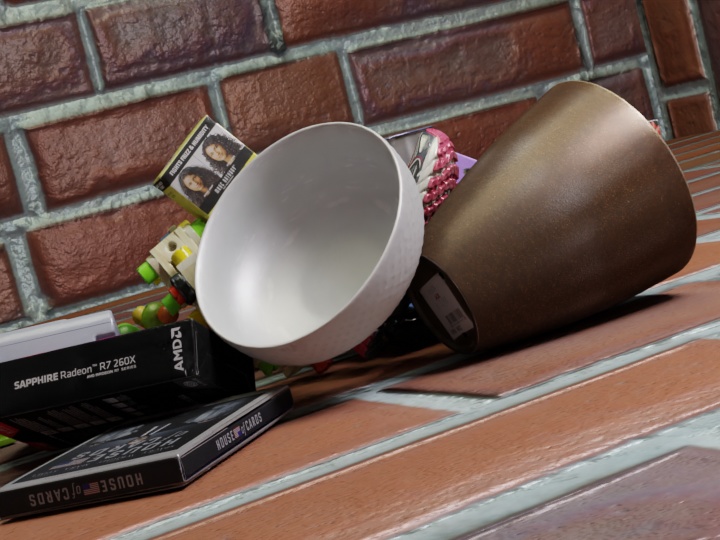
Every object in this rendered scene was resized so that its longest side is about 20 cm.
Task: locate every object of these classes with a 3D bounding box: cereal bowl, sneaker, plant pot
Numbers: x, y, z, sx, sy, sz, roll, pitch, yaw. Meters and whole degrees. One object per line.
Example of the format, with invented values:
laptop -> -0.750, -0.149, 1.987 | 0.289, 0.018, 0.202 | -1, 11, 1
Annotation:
cereal bowl -> -0.031, -0.011, 1.193 | 0.198, 0.202, 0.083 | -12, -35, 29
sneaker -> 0.020, -0.027, 1.269 | 0.074, 0.202, 0.080 | 29, 12, 18
plant pot -> 0.138, -0.024, 1.228 | 0.199, 0.188, 0.186 | -34, 12, -23

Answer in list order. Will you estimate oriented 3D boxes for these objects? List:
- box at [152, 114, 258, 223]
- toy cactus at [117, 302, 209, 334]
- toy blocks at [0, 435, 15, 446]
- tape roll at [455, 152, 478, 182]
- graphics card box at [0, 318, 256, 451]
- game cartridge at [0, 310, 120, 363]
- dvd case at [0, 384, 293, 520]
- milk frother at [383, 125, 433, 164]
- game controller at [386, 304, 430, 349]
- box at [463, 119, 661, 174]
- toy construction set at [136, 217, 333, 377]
box -> -0.083, -0.045, 1.338 | 0.076, 0.200, 0.050 | -52, 11, -11
toy cactus -> -0.161, 0.081, 1.457 | 0.164, 0.104, 0.199 | 6, -11, -35
toy blocks -> -0.399, 0.104, 1.494 | 0.099, 0.138, 0.200 | -16, 4, -23
tape roll -> 0.140, -0.066, 1.608 | 0.198, 0.066, 0.200 | 24, -1, 0
graphics card box -> -0.196, 0.095, 1.214 | 0.198, 0.051, 0.125 | -12, -21, 17
game cartridge -> -0.264, 0.093, 1.306 | 0.132, 0.041, 0.200 | -16, -22, -8
dvd case -> -0.150, 0.129, 1.093 | 0.149, 0.025, 0.200 | -14, 4, 20
milk frother -> 0.005, -0.051, 1.763 | 0.198, 0.190, 0.180 | -16, 4, -14
game controller -> 0.022, 0.039, 1.417 | 0.104, 0.043, 0.199 | -19, 14, -30
box -> 0.213, -0.059, 1.497 | 0.198, 0.138, 0.040 | -15, 4, -8
toy construction set -> -0.114, 0.033, 1.323 | 0.092, 0.199, 0.131 | -54, -10, -12
